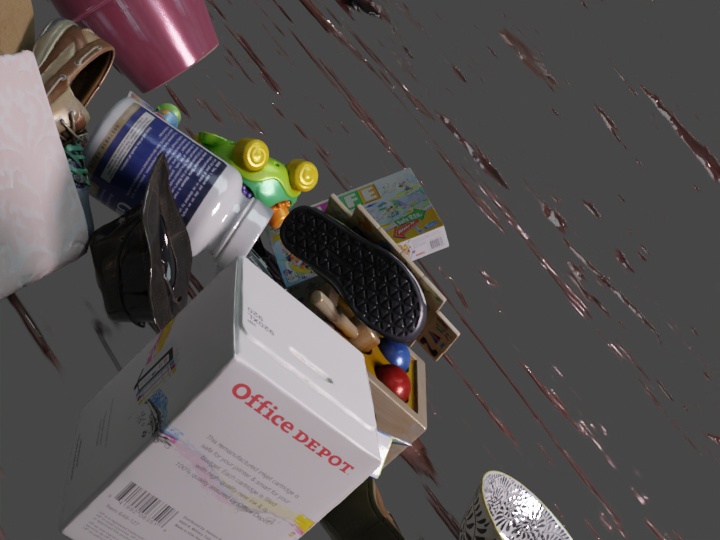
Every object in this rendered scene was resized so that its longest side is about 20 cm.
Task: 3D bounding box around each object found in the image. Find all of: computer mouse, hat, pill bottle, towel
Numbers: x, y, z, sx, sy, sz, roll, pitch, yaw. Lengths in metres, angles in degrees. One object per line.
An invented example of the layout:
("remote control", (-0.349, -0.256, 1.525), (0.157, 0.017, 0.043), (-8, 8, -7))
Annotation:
("computer mouse", (-0.135, 0.005, 1.317), (0.110, 0.044, 0.200), (52, 12, -1))
("hat", (-0.212, -0.007, 1.050), (0.201, 0.080, 0.203), (-7, 90, -89))
("pill bottle", (-0.196, -0.085, 1.188), (0.199, 0.112, 0.111), (34, 19, -5))
("towel", (-0.309, -0.078, 0.933), (0.200, 0.032, 0.193), (-44, 122, -66))

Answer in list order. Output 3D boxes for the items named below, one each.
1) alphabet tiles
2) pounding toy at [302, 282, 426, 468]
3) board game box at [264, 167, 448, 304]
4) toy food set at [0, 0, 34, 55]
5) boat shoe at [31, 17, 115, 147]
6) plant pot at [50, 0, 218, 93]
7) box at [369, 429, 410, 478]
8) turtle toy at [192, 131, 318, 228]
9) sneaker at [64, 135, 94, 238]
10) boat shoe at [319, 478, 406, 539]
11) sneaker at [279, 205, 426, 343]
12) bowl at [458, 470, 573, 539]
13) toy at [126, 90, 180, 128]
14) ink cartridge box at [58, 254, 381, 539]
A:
("alphabet tiles", (0.027, 0.009, 1.200), (0.200, 0.006, 0.167), (48, -20, 9))
("pounding toy", (-0.017, 0.098, 1.220), (0.200, 0.142, 0.184), (42, 18, -14))
("board game box", (-0.008, -0.043, 1.349), (0.135, 0.198, 0.034), (-116, -175, -50))
("toy food set", (-0.351, -0.194, 1.024), (0.048, 0.202, 0.198), (11, 14, 1))
("boat shoe", (-0.294, -0.151, 1.055), (0.071, 0.202, 0.076), (18, -22, 5))
("plant pot", (-0.288, -0.347, 1.492), (0.180, 0.199, 0.200), (58, 14, -17))
("box", (-0.066, 0.140, 1.030), (0.199, 0.048, 0.122), (29, -18, -27))
("turtle toy", (-0.157, -0.108, 1.339), (0.199, 0.102, 0.145), (19, -3, -37))
("sneaker", (-0.300, -0.118, 1.102), (0.074, 0.087, 0.201), (19, 33, -56))
("boat shoe", (-0.002, 0.250, 1.077), (0.200, 0.071, 0.068), (-122, -169, -52))
("sneaker", (0.000, 0.000, 1.169), (0.200, 0.072, 0.083), (43, 3, 22))
("bowl", (0.170, 0.332, 1.242), (0.201, 0.094, 0.201), (43, 18, -18))
("toy", (-0.250, -0.165, 1.392), (0.115, 0.047, 0.201), (41, 18, -19))
("ink cartridge box", (-0.105, 0.125, 0.853), (0.147, 0.200, 0.145), (39, 19, -25))
